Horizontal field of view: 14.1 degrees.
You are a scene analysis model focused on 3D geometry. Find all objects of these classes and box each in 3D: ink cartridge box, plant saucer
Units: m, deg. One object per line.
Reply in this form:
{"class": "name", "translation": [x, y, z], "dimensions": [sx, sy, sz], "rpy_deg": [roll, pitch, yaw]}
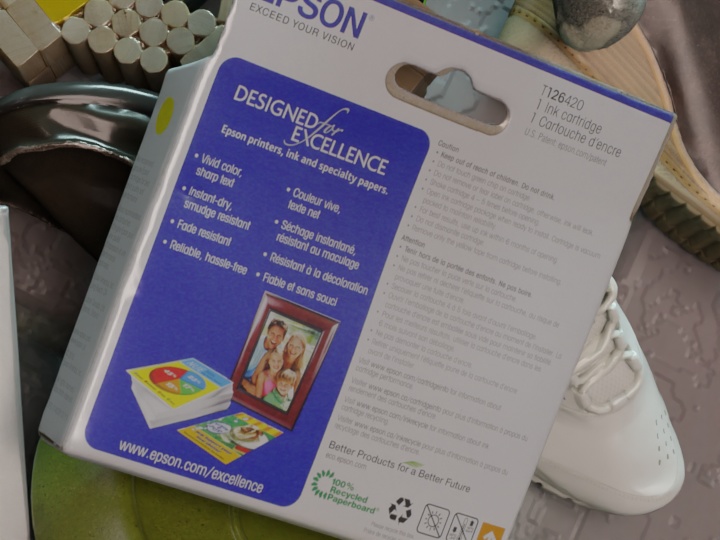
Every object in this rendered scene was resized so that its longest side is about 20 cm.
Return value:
{"class": "ink cartridge box", "translation": [0.000, 0.000, 1.112], "dimensions": [0.197, 0.047, 0.200], "rpy_deg": [20, 90, -27]}
{"class": "plant saucer", "translation": [-0.035, 0.109, 1.145], "dimensions": [0.200, 0.031, 0.200], "rpy_deg": [24, 43, -24]}

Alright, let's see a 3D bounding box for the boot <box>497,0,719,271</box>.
{"class": "boot", "translation": [0.171, -0.098, 1.267], "dimensions": [0.200, 0.072, 0.166], "rpy_deg": [40, 80, -11]}

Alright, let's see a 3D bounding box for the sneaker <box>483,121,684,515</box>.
{"class": "sneaker", "translation": [0.077, 0.022, 1.224], "dimensions": [0.074, 0.087, 0.200], "rpy_deg": [-40, 104, -19]}

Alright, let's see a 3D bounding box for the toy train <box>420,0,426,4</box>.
{"class": "toy train", "translation": [0.003, -0.111, 1.213], "dimensions": [0.042, 0.056, 0.200], "rpy_deg": [15, 88, 24]}

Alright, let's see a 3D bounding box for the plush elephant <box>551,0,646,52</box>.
{"class": "plush elephant", "translation": [0.060, -0.165, 1.107], "dimensions": [0.200, 0.165, 0.155], "rpy_deg": [40, 34, -12]}

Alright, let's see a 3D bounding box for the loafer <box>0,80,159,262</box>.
{"class": "loafer", "translation": [-0.064, -0.010, 1.145], "dimensions": [0.200, 0.073, 0.071], "rpy_deg": [24, 56, -21]}

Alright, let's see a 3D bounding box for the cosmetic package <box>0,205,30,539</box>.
{"class": "cosmetic package", "translation": [-0.185, 0.075, 1.119], "dimensions": [0.107, 0.090, 0.200], "rpy_deg": [-6, 95, -19]}

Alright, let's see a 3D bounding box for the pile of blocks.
{"class": "pile of blocks", "translation": [-0.061, -0.097, 1.166], "dimensions": [0.200, 0.062, 0.082], "rpy_deg": [12, 79, 4]}
